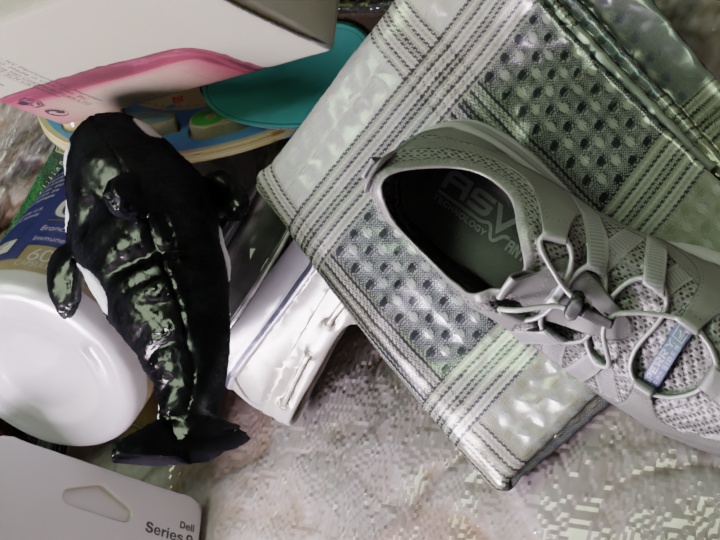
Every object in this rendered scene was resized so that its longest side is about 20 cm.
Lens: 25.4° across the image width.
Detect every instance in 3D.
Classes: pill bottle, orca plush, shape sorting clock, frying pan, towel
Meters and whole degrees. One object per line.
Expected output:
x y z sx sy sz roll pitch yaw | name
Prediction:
-0.131 -0.009 0.880 0.111 0.111 0.200 -32 20 39 | pill bottle
-0.109 -0.007 0.730 0.105 0.071 0.200 -13 55 14 | orca plush
-0.084 -0.116 0.891 0.200 0.200 0.039 -130 26 -52 | shape sorting clock
-0.043 -0.036 0.821 0.190 0.031 0.115 -63 11 -25 | frying pan
0.064 -0.035 0.678 0.200 0.035 0.193 -47 69 25 | towel

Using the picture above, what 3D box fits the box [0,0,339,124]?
-0.112 -0.159 0.761 0.200 0.109 0.128 -8 70 41 | box

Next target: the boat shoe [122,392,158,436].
-0.152 0.050 0.950 0.200 0.076 0.072 30 95 55 | boat shoe

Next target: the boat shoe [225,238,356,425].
0.000 0.000 0.793 0.200 0.070 0.071 -52 -3 24 | boat shoe

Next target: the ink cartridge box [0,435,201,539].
-0.205 0.169 0.893 0.200 0.146 0.084 -25 52 44 | ink cartridge box

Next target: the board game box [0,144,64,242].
-0.213 -0.026 1.072 0.200 0.023 0.105 -57 1 13 | board game box

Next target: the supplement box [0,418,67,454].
-0.248 0.065 0.948 0.109 0.200 0.061 5 67 7 | supplement box

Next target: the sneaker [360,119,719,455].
0.081 0.013 0.611 0.200 0.082 0.075 32 112 24 | sneaker

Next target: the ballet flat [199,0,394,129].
0.017 -0.118 0.788 0.199 0.074 0.074 -8 61 17 | ballet flat
